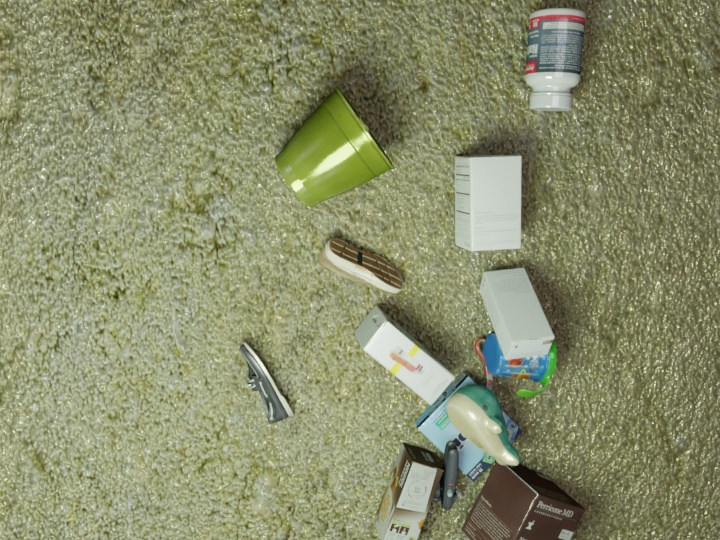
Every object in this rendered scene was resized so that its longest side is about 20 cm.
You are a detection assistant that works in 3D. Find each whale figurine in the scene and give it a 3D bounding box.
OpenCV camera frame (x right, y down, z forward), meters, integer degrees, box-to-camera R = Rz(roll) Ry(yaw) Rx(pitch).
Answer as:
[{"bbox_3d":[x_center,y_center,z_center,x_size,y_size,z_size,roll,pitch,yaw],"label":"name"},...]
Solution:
[{"bbox_3d":[0.284,0.339,1.534,0.104,0.159,0.200,-41,87,-21],"label":"whale figurine"}]

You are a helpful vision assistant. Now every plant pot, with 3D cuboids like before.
[{"bbox_3d":[-0.065,-0.236,1.417,0.192,0.200,0.201,-34,103,9],"label":"plant pot"}]

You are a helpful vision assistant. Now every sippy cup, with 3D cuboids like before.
[{"bbox_3d":[0.352,0.186,1.565,0.129,0.178,0.141,0,114,-15],"label":"sippy cup"}]

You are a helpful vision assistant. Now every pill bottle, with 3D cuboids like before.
[{"bbox_3d":[0.417,-0.451,1.495,0.119,0.120,0.202,1,98,-10],"label":"pill bottle"}]

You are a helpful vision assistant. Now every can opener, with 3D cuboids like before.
[{"bbox_3d":[0.202,0.476,1.595,0.078,0.064,0.201,-3,127,-13],"label":"can opener"}]

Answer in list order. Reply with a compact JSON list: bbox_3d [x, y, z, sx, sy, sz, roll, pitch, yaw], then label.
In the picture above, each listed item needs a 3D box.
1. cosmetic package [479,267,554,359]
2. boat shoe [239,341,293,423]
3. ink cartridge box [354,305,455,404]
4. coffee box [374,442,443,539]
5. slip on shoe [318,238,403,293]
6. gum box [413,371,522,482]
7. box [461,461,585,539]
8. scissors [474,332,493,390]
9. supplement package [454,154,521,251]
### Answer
[{"bbox_3d":[0.340,0.092,1.524,0.101,0.201,0.074,-6,141,-7],"label":"cosmetic package"},{"bbox_3d":[-0.218,0.249,1.511,0.062,0.073,0.201,-30,107,-8],"label":"boat shoe"},{"bbox_3d":[0.091,0.182,1.512,0.200,0.145,0.084,41,92,-13],"label":"ink cartridge box"},{"bbox_3d":[0.108,0.517,1.589,0.079,0.114,0.201,19,95,-12],"label":"coffee box"},{"bbox_3d":[0.000,0.000,1.521,0.199,0.076,0.061,25,133,-21],"label":"slip on shoe"},{"bbox_3d":[0.254,0.368,1.628,0.170,0.045,0.200,-46,103,-1],"label":"gum box"},{"bbox_3d":[0.373,0.579,1.605,0.165,0.164,0.201,24,94,-27],"label":"box"},{"bbox_3d":[0.306,0.247,1.606,0.073,0.014,0.202,-4,84,-26],"label":"scissors"},{"bbox_3d":[0.277,-0.151,1.516,0.116,0.117,0.202,-3,100,-9],"label":"supplement package"}]
